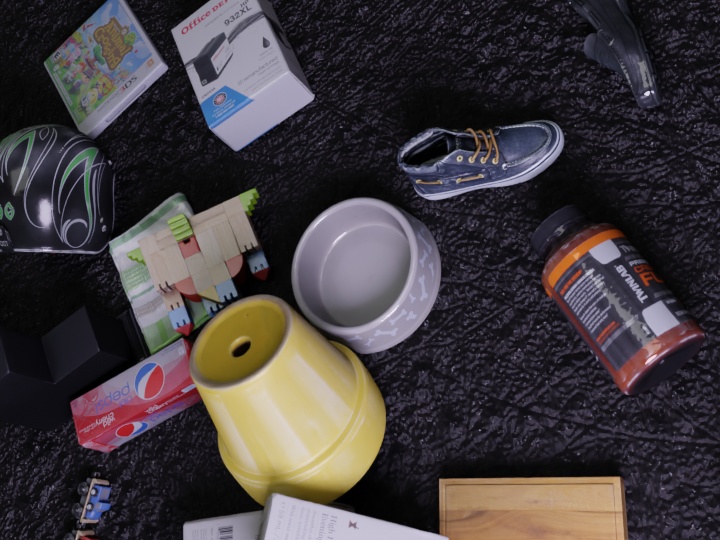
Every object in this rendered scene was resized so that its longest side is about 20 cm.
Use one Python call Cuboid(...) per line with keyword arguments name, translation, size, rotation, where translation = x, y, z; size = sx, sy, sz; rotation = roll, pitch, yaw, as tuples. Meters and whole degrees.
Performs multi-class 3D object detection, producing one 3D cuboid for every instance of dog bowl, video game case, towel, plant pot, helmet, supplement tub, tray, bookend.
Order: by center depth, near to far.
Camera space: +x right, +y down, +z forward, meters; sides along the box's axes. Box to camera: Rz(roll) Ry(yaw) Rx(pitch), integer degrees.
Cuboid(name="tray", translation=(0.182, 0.274, 0.914), size=(0.197, 0.037, 0.100), rotation=(-7, 70, 24))
Cuboid(name="supplement tub", translation=(0.266, 0.025, 0.916), size=(0.106, 0.107, 0.201), rotation=(-38, 62, 9))
Cuboid(name="plant pot", translation=(-0.094, 0.137, 0.964), size=(0.198, 0.190, 0.203), rotation=(-18, 42, 16))
Cuboid(name="dog bowl", translation=(0.000, 0.000, 1.077), size=(0.197, 0.059, 0.204), rotation=(-8, 69, 22))
Cuboid(name="bookend", translation=(-0.429, 0.117, 1.159), size=(0.197, 0.200, 0.093), rotation=(-35, 62, 11))
Cuboid(name="towel", translation=(-0.279, 0.002, 1.224), size=(0.148, 0.031, 0.202), rotation=(-35, 62, 12))
Cuboid(name="helmet", translation=(-0.465, -0.122, 1.272), size=(0.197, 0.199, 0.194), rotation=(1, 90, 25))
Cuboid(name="video game case", translation=(-0.425, -0.340, 1.410), size=(0.181, 0.022, 0.201), rotation=(-40, 61, 8))

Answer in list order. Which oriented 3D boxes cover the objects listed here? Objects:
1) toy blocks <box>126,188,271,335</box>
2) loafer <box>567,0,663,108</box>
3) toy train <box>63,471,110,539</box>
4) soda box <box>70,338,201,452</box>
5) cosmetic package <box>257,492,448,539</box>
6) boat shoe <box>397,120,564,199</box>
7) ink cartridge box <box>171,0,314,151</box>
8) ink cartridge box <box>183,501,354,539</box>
Cuboid(name="toy blocks", translation=(-0.203, -0.003, 1.148), size=(0.197, 0.100, 0.138), rotation=(-24, 77, -3))
Cuboid(name="loafer", translation=(0.305, -0.271, 1.021), size=(0.070, 0.068, 0.203), rotation=(-27, 59, 24))
Cuboid(name="toy train", translation=(-0.375, 0.374, 1.144), size=(0.045, 0.034, 0.203), rotation=(6, 76, 23))
Cuboid(name="soda box", translation=(-0.294, 0.171, 1.156), size=(0.198, 0.063, 0.071), rotation=(-29, 63, 13))
Cuboid(name="cosmetic package", translation=(-0.013, 0.310, 0.892), size=(0.197, 0.074, 0.103), rotation=(15, 64, -8))
Cuboid(name="boat shoe", translation=(0.145, -0.143, 1.037), size=(0.197, 0.091, 0.072), rotation=(-18, 66, 19))
Cuboid(name="ink cartridge box", translation=(-0.175, -0.303, 1.244), size=(0.144, 0.084, 0.202), rotation=(-31, 63, 13))
Cuboid(name="ink cartridge box", translation=(-0.102, 0.358, 0.992), size=(0.197, 0.083, 0.149), rotation=(-13, 68, 20))
